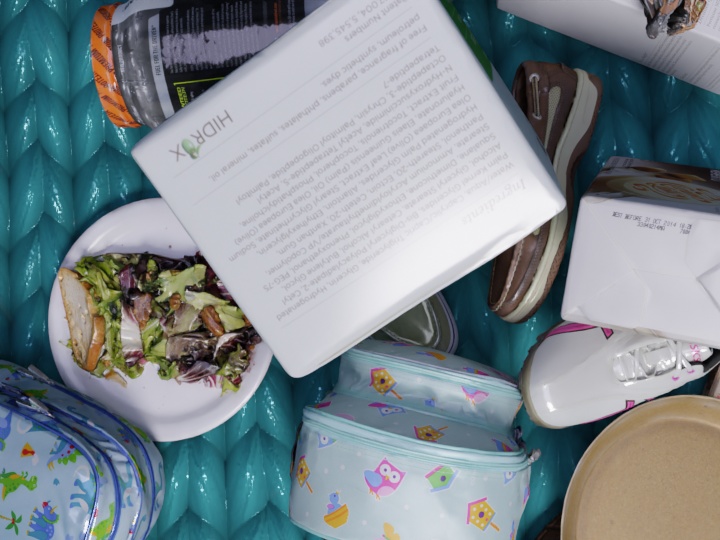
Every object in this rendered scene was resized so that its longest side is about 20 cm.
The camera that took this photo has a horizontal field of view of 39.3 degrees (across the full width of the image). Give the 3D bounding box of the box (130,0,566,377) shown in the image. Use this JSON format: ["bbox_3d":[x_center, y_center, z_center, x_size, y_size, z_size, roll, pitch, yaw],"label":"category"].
[{"bbox_3d":[0.000,-0.077,0.650,0.199,0.199,0.172,-32,101,13],"label":"box"}]

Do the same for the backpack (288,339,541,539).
[{"bbox_3d":[0.038,0.132,0.717,0.174,0.200,0.155,13,96,7],"label":"backpack"}]

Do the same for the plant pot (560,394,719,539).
[{"bbox_3d":[0.238,0.193,0.733,0.197,0.027,0.203,1,81,-6],"label":"plant pot"}]

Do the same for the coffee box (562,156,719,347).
[{"bbox_3d":[0.209,-0.020,0.679,0.113,0.200,0.081,11,106,17],"label":"coffee box"}]

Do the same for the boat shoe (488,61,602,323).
[{"bbox_3d":[0.122,-0.065,0.780,0.074,0.075,0.205,18,78,-11],"label":"boat shoe"}]

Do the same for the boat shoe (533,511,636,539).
[{"bbox_3d":[0.156,0.260,0.780,0.202,0.075,0.075,-47,118,-5],"label":"boat shoe"}]

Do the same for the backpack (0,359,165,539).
[{"bbox_3d":[-0.255,0.166,0.796,0.198,0.154,0.165,22,86,-4],"label":"backpack"}]

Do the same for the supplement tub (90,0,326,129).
[{"bbox_3d":[-0.102,-0.171,0.798,0.197,0.123,0.124,-5,86,5],"label":"supplement tub"}]

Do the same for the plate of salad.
[{"bbox_3d":[-0.166,0.039,0.830,0.197,0.048,0.203,0,86,6],"label":"plate of salad"}]

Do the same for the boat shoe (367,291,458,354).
[{"bbox_3d":[0.000,0.000,0.806,0.072,0.062,0.200,-44,84,2],"label":"boat shoe"}]

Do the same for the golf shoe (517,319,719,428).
[{"bbox_3d":[0.199,0.055,0.720,0.198,0.092,0.073,-20,90,-31],"label":"golf shoe"}]

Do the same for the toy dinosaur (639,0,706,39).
[{"bbox_3d":[0.165,-0.252,0.678,0.134,0.102,0.202,-18,71,-17],"label":"toy dinosaur"}]

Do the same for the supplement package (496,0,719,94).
[{"bbox_3d":[0.216,-0.237,0.766,0.198,0.121,0.121,23,90,7],"label":"supplement package"}]

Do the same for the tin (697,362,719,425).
[{"bbox_3d":[0.308,0.134,0.776,0.111,0.042,0.202,23,90,3],"label":"tin"}]
